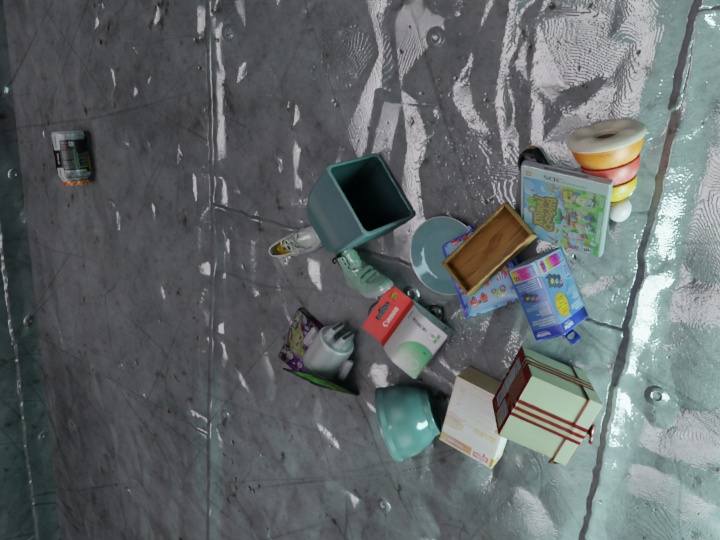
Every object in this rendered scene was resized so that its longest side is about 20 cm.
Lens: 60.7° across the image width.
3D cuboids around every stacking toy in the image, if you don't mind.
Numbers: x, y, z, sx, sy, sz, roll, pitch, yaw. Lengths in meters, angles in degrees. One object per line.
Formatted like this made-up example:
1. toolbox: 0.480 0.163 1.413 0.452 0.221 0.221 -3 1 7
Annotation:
1. stacking toy: 0.500 -0.189 1.228 0.146 0.146 0.200 1 121 36

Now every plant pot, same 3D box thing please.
1. plant pot: -0.026 -0.152 1.577 0.200 0.196 0.196 -36 81 46
2. plant pot: 0.134 0.390 1.625 0.134 0.200 0.201 -18 92 12

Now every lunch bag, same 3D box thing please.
1. lunch bag: 0.285 -0.012 1.428 0.150 0.094 0.200 -24 88 29

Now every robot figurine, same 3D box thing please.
1. robot figurine: -0.094 0.240 1.783 0.170 0.113 0.200 45 125 16

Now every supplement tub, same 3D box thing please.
1. supplement tub: -1.091 -0.426 2.327 0.122 0.122 0.201 7 107 35

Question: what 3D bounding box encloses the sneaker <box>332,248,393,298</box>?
1. sneaker: 0.000 0.000 1.616 0.200 0.074 0.118 16 141 56

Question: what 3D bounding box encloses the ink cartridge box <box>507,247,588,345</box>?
1. ink cartridge box: 0.415 0.065 1.338 0.076 0.136 0.200 -21 91 44

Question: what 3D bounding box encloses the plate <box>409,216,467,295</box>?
1. plate: 0.213 -0.038 1.530 0.200 0.026 0.201 12 110 35

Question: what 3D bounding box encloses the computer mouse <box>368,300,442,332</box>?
1. computer mouse: 0.119 0.131 1.638 0.200 0.053 0.139 14 110 20

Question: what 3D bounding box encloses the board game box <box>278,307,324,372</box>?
1. board game box: -0.178 0.226 1.899 0.120 0.032 0.200 35 121 19

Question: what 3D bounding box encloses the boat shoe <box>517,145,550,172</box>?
1. boat shoe: 0.402 -0.178 1.325 0.075 0.062 0.200 -34 85 38

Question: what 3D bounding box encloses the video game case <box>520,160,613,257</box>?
1. video game case: 0.421 -0.127 1.279 0.182 0.022 0.200 21 146 30

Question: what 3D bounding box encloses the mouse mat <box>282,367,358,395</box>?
1. mouse mat: -0.115 0.326 1.795 0.161 0.200 0.008 5 67 36

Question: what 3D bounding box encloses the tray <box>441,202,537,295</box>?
1. tray: 0.285 -0.046 1.371 0.200 0.037 0.099 -45 65 22

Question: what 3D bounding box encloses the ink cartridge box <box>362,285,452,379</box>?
1. ink cartridge box: 0.111 0.158 1.593 0.200 0.050 0.161 37 115 9

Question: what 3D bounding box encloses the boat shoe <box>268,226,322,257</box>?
1. boat shoe: -0.194 -0.078 1.782 0.202 0.086 0.075 -13 96 39

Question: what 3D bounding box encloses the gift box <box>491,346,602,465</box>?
1. gift box: 0.408 0.306 1.361 0.186 0.185 0.200 22 113 0

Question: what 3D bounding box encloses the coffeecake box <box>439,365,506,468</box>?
1. coffeecake box: 0.301 0.369 1.552 0.153 0.073 0.200 24 116 28
